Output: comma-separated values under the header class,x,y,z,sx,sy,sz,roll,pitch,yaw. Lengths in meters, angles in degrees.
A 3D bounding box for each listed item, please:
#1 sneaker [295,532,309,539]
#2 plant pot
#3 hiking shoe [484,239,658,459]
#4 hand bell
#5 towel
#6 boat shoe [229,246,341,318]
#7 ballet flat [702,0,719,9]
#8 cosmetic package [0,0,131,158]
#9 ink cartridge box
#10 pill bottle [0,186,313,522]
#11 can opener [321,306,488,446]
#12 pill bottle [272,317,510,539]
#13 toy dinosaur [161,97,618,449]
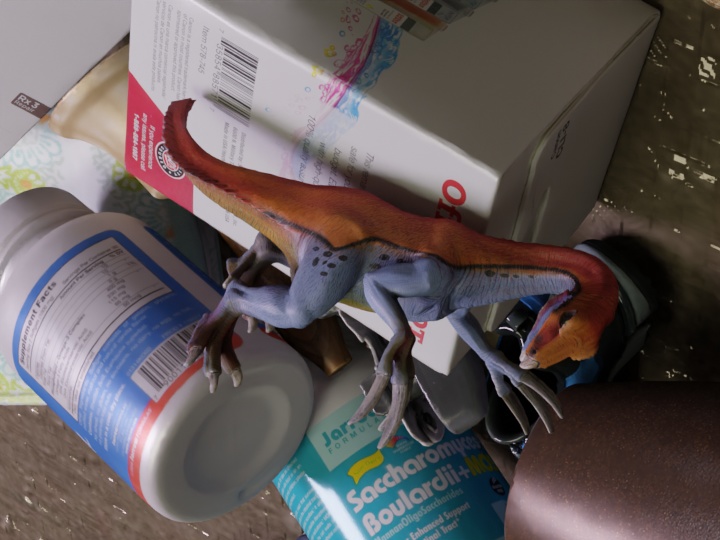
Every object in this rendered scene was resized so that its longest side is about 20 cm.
class,x,y,z,sx,sy,sz,roll,pitch,yaw
sneaker,0.052,0.176,1.217,0.200,0.109,0.070,17,137,34
plant pot,0.176,0.127,0.964,0.200,0.187,0.187,19,137,28
hiking shoe,0.095,0.073,1.078,0.074,0.087,0.200,40,145,37
hand bell,-0.068,-0.028,1.111,0.200,0.104,0.104,53,145,6
towel,-0.168,-0.007,1.235,0.171,0.048,0.200,0,116,13
boat shoe,-0.007,-0.011,1.133,0.201,0.063,0.074,4,131,45
ballet flat,0.193,-0.127,0.808,0.200,0.065,0.071,-8,119,49
cosmetic package,-0.186,-0.151,1.077,0.113,0.081,0.200,25,136,-29
ink cartridge box,0.011,-0.083,0.968,0.200,0.145,0.145,33,143,16
pill bottle,-0.127,0.038,1.119,0.200,0.112,0.112,39,147,36
can opener,0.000,0.000,1.060,0.066,0.053,0.200,-34,80,15
pill bottle,0.017,0.119,1.144,0.200,0.111,0.111,56,148,18
toy dinosaur,0.013,0.001,0.860,0.181,0.105,0.200,-20,100,29
